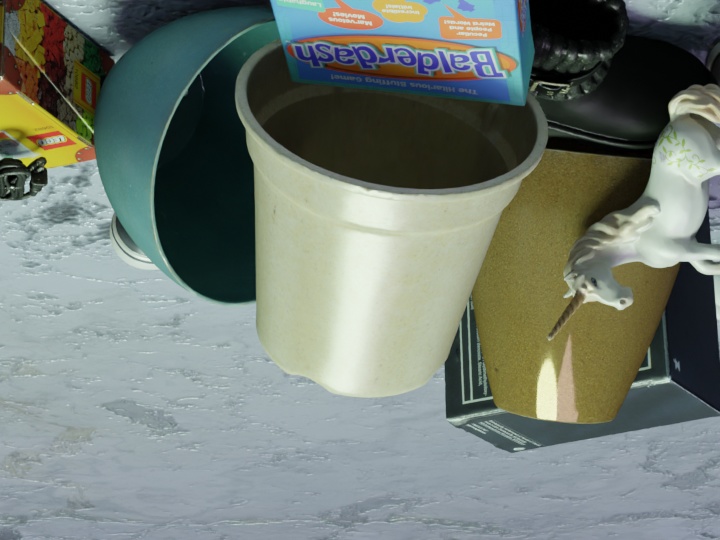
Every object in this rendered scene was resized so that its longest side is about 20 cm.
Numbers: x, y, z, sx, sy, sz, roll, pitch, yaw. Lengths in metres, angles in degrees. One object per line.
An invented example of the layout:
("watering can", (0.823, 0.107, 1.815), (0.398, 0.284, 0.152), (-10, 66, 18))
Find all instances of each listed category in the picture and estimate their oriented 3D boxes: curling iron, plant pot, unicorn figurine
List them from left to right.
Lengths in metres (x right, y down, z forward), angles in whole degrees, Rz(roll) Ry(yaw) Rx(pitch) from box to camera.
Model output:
("curling iron", (-0.253, -0.095, 1.458), (0.049, 0.026, 0.200), (-8, 156, 9))
("plant pot", (-0.105, -0.094, 1.519), (0.134, 0.202, 0.199), (26, -178, 41))
("plant pot", (0.006, -0.029, 1.443), (0.198, 0.201, 0.185), (3, 125, -11))
("plant pot", (0.155, 0.006, 1.655), (0.184, 0.202, 0.186), (6, -172, -1))
("unicorn figurine", (0.220, -0.037, 1.530), (0.136, 0.202, 0.074), (15, -169, 2))

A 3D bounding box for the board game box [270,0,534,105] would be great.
("board game box", (0.022, -0.170, 1.300), (0.151, 0.045, 0.200), (6, 156, 11))

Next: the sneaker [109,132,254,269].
("sneaker", (-0.095, -0.073, 1.634), (0.199, 0.079, 0.080), (-29, 161, -24))

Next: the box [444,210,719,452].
("box", (0.179, 0.027, 1.802), (0.197, 0.202, 0.123), (-13, 157, 30))

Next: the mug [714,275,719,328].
("mug", (0.379, 0.050, 1.998), (0.199, 0.149, 0.175), (25, 175, 18))

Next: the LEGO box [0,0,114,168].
("LEGO box", (-0.292, -0.122, 1.547), (0.198, 0.078, 0.149), (-9, 159, 21))

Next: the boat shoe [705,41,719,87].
("boat shoe", (0.292, -0.141, 1.552), (0.071, 0.061, 0.202), (2, 160, -12))

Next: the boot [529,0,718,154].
("boot", (0.163, -0.146, 1.502), (0.209, 0.080, 0.158), (3, 159, -11))
